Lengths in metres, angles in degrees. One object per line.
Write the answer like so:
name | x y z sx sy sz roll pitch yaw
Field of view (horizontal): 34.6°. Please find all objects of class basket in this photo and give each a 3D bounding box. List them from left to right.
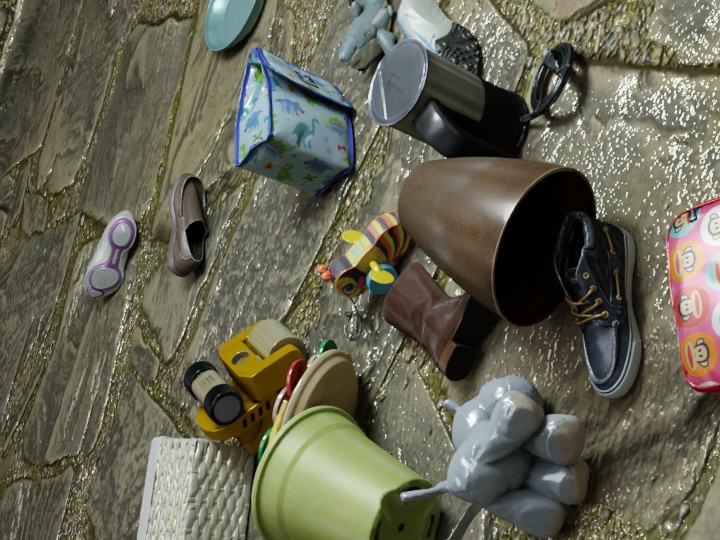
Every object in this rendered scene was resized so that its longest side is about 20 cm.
basket | -0.255 0.364 1.802 0.122 0.134 0.203 -16 62 47

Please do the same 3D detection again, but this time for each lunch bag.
lunch bag | -0.104 -0.246 1.843 0.127 0.168 0.203 -35 47 40
lunch bag | 0.393 0.018 1.125 0.175 0.081 0.203 -24 58 42

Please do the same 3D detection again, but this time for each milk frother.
milk frother | 0.148 -0.236 1.477 0.180 0.186 0.202 41 108 52

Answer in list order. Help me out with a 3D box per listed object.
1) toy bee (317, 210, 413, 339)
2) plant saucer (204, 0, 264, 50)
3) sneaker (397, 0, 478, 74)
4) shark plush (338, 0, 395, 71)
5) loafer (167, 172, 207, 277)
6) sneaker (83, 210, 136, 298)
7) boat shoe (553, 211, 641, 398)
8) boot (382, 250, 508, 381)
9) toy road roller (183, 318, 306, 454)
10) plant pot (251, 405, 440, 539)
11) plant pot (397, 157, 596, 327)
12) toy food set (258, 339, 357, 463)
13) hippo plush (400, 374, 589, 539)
toy bee | 0.000 0.000 1.643 0.130 0.108 0.203 21 92 53
plant saucer | -0.241 -0.522 2.273 0.199 0.036 0.203 -29 52 44
sneaker | 0.115 -0.331 1.684 0.073 0.071 0.201 94 155 -44
shark plush | 0.014 -0.412 1.830 0.090 0.082 0.203 6 79 54
loafer | -0.311 -0.089 2.153 0.070 0.073 0.204 -15 67 38
sneaker | -0.517 -0.034 2.417 0.202 0.074 0.100 -60 18 15
boat shoe | 0.257 0.037 1.286 0.070 0.090 0.204 -21 58 47
boot | 0.111 0.023 1.526 0.188 0.064 0.200 -61 31 11
toy road roller | -0.167 0.189 1.801 0.199 0.147 0.123 -35 33 -14
plant pot | -0.006 0.297 1.465 0.183 0.199 0.204 18 89 43
plant pot | 0.144 -0.058 1.365 0.199 0.186 0.190 27 96 41
toy food set | -0.064 0.196 1.577 0.048 0.198 0.203 17 81 25
hippo plush | 0.167 0.212 1.322 0.200 0.159 0.161 -44 10 12
